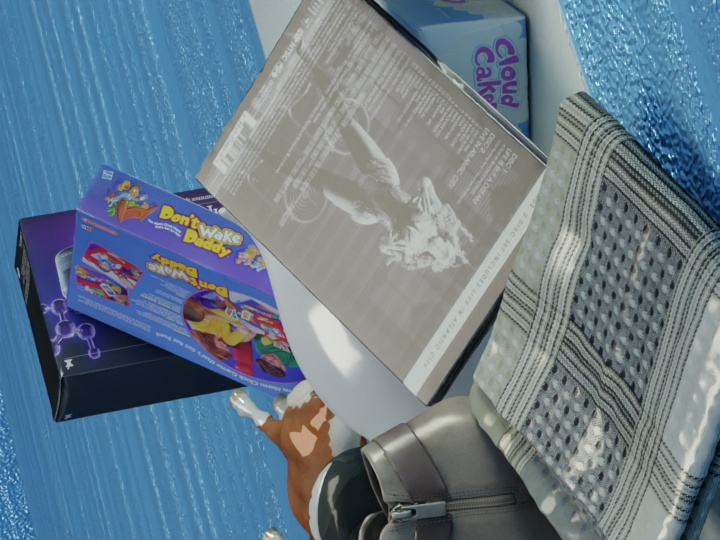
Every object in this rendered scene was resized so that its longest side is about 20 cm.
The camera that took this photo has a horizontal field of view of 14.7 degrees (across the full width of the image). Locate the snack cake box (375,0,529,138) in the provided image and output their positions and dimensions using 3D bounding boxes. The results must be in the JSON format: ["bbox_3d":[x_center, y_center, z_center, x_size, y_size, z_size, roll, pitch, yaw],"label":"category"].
[{"bbox_3d":[0.033,-0.118,1.620,0.200,0.067,0.116,-131,36,-61],"label":"snack cake box"}]

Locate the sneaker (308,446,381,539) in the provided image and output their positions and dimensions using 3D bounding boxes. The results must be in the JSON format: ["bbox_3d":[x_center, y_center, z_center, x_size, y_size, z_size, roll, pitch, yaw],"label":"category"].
[{"bbox_3d":[0.022,0.212,1.878,0.085,0.074,0.201,39,145,59],"label":"sneaker"}]

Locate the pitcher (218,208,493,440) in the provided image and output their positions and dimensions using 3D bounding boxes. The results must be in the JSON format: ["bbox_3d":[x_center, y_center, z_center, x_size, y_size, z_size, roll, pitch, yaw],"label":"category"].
[{"bbox_3d":[0.000,0.000,1.624,0.200,0.121,0.172,53,172,15],"label":"pitcher"}]

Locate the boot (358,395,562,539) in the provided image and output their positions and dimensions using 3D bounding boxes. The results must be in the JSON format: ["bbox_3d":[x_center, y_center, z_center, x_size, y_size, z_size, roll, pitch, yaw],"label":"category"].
[{"bbox_3d":[0.072,0.164,1.503,0.070,0.145,0.201,-167,68,-71],"label":"boot"}]

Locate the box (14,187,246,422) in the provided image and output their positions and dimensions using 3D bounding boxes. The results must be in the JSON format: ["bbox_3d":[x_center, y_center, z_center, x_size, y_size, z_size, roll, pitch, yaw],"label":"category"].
[{"bbox_3d":[-0.148,0.021,2.102,0.079,0.199,0.142,109,147,-60],"label":"box"}]

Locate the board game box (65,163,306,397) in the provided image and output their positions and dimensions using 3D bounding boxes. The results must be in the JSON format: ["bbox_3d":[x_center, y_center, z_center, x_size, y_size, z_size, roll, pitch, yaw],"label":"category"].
[{"bbox_3d":[-0.108,0.015,1.988,0.135,0.199,0.045,108,-173,-58],"label":"board game box"}]

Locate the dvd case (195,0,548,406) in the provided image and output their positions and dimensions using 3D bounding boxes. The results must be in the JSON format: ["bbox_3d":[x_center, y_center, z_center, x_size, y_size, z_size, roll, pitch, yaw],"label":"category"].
[{"bbox_3d":[0.012,-0.047,1.515,0.200,0.016,0.149,44,114,25],"label":"dvd case"}]

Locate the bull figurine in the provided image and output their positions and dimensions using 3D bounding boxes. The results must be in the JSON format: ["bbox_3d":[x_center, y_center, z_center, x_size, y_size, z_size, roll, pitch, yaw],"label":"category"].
[{"bbox_3d":[-0.028,0.135,1.961,0.121,0.065,0.201,21,126,50],"label":"bull figurine"}]

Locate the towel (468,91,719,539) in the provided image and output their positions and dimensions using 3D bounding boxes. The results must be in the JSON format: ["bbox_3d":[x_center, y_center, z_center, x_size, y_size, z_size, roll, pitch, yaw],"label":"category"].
[{"bbox_3d":[0.119,0.043,1.353,0.193,0.034,0.201,51,135,44],"label":"towel"}]
